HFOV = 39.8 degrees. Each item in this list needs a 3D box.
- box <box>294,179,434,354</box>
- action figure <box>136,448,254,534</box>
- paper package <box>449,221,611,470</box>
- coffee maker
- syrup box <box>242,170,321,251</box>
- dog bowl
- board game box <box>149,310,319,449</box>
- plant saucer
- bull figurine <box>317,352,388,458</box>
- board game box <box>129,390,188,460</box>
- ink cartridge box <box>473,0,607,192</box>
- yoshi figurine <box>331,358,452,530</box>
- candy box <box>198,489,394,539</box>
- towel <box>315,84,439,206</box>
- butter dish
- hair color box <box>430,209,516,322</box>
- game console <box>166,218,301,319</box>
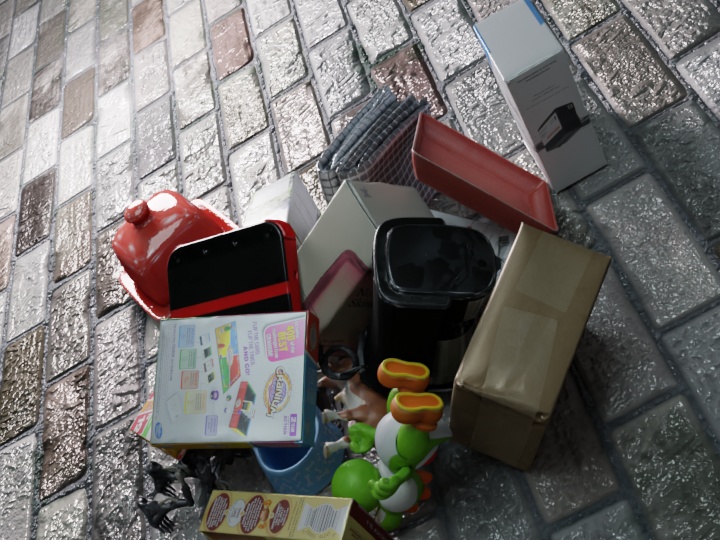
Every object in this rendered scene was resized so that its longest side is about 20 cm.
[{"bbox_3d":[0.000,0.000,1.241,0.201,0.126,0.110,-53,54,32],"label":"box"},{"bbox_3d":[-0.190,0.250,1.257,0.199,0.102,0.120,-36,36,28],"label":"action figure"},{"bbox_3d":[0.175,0.086,1.058,0.102,0.191,0.202,21,65,12],"label":"paper package"},{"bbox_3d":[0.051,0.051,1.116,0.189,0.202,0.136,-19,56,-15],"label":"coffee maker"},{"bbox_3d":[-0.109,-0.055,1.377,0.078,0.082,0.201,-26,24,12],"label":"syrup box"},{"bbox_3d":[-0.094,0.198,1.268,0.111,0.050,0.201,-36,41,3],"label":"dog bowl"},{"bbox_3d":[-0.148,0.132,1.175,0.196,0.040,0.156,-3,73,18],"label":"board game box"},{"bbox_3d":[0.148,-0.115,1.247,0.037,0.197,0.201,-60,5,22],"label":"plant saucer"},{"bbox_3d":[0.005,0.167,1.197,0.119,0.066,0.201,-4,29,-17],"label":"bull figurine"},{"bbox_3d":[-0.243,0.185,1.291,0.096,0.030,0.199,-58,25,-15],"label":"board game box"},{"bbox_3d":[0.235,-0.228,1.295,0.083,0.201,0.146,-27,41,9],"label":"ink cartridge box"},{"bbox_3d":[0.021,0.200,1.069,0.111,0.203,0.112,27,35,25],"label":"yoshi figurine"},{"bbox_3d":[-0.069,0.298,1.108,0.197,0.116,0.056,-4,50,33],"label":"candy box"},{"bbox_3d":[0.036,-0.128,1.358,0.085,0.167,0.201,13,50,35],"label":"towel"},{"bbox_3d":[-0.320,-0.054,1.588,0.200,0.148,0.199,-47,40,-9],"label":"butter dish"},{"bbox_3d":[0.124,-0.006,1.282,0.198,0.064,0.112,18,66,46],"label":"hair color box"},{"bbox_3d":[-0.162,0.037,1.261,0.197,0.031,0.180,-14,77,28],"label":"game console"}]
